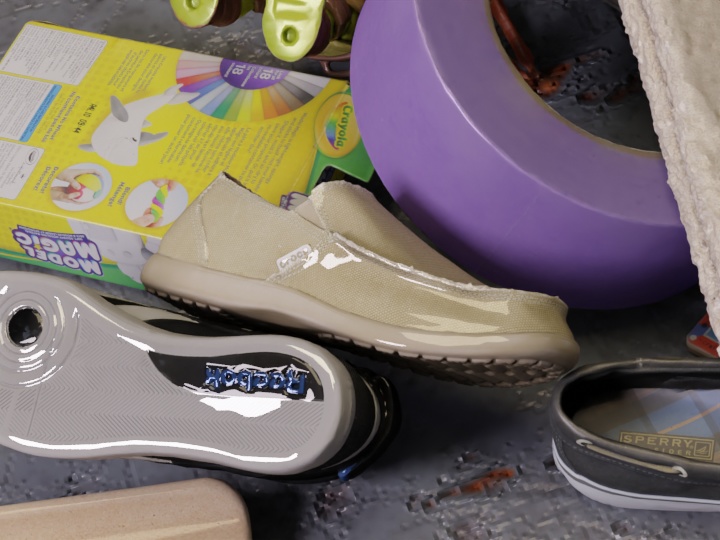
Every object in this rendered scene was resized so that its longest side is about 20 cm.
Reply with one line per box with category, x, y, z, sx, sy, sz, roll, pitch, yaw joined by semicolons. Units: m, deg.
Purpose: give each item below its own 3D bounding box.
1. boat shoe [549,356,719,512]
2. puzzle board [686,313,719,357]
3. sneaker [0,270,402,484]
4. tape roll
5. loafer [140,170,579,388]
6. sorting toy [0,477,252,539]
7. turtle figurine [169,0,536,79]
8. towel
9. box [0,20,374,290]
boat shoe;0.172;0.066;1.057;0.199;0.057;0.069;-2;62;15
puzzle board;0.261;0.022;1.112;0.200;0.017;0.151;29;61;31
sneaker;-0.081;0.054;1.099;0.200;0.112;0.073;12;84;22
tape roll;0.102;-0.090;1.137;0.200;0.085;0.200;9;62;-17
loafer;0.000;0.000;1.088;0.200;0.076;0.068;12;83;26
sorting toy;-0.130;0.185;1.046;0.185;0.037;0.200;-8;54;5
turtle figurine;-0.025;-0.130;1.239;0.200;0.064;0.161;37;20;20
towel;0.184;-0.049;1.078;0.132;0.034;0.200;-2;64;-19
box;-0.088;-0.048;1.222;0.200;0.048;0.117;12;53;23
